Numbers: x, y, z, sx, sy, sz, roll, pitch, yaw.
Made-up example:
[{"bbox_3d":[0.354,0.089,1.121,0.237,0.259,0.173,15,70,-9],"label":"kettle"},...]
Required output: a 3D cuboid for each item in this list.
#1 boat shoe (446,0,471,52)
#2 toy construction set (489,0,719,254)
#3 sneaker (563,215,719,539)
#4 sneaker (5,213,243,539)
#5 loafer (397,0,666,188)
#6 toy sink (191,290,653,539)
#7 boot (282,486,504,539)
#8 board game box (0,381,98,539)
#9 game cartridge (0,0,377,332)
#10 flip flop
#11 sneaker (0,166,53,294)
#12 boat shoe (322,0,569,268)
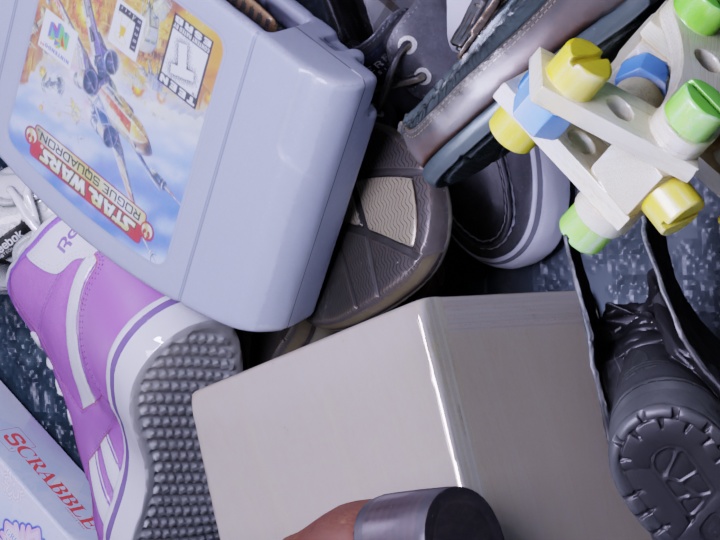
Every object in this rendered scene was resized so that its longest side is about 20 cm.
[{"bbox_3d":[0.077,-0.176,1.062,0.070,0.071,0.200,7,91,10],"label":"boat shoe"},{"bbox_3d":[0.136,-0.013,0.962,0.092,0.131,0.200,-32,99,34],"label":"toy construction set"},{"bbox_3d":[0.128,0.076,1.042,0.060,0.104,0.200,-23,115,13],"label":"sneaker"},{"bbox_3d":[-0.099,0.049,1.210,0.114,0.073,0.201,45,148,30],"label":"sneaker"},{"bbox_3d":[0.086,-0.112,1.013,0.200,0.072,0.063,-40,81,6],"label":"loafer"},{"bbox_3d":[0.036,0.121,1.099,0.130,0.112,0.200,-24,75,41],"label":"toy sink"},{"bbox_3d":[-0.027,0.183,1.039,0.200,0.068,0.189,-20,79,42],"label":"boot"},{"bbox_3d":[-0.209,0.140,1.369,0.200,0.041,0.200,43,122,30],"label":"board game box"},{"bbox_3d":[-0.083,-0.070,1.096,0.200,0.042,0.133,38,124,28],"label":"game cartridge"},{"bbox_3d":[0.000,0.000,1.134,0.200,0.057,0.081,131,141,-63],"label":"flip flop"},{"bbox_3d":[-0.111,-0.026,1.235,0.200,0.081,0.075,-23,78,40],"label":"sneaker"},{"bbox_3d":[0.018,-0.093,1.117,0.070,0.066,0.200,-24,80,42],"label":"boat shoe"}]
